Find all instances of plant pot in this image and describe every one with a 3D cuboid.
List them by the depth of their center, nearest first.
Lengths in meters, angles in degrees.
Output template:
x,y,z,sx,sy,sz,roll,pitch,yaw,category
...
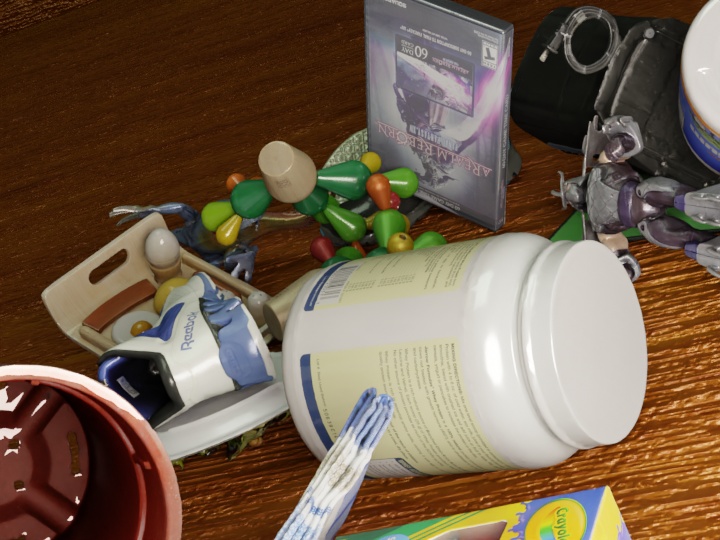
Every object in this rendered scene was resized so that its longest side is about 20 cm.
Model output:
x,y,z,sx,sy,sz,roll,pitch,yaw,category
-0.235,0.149,1.054,0.200,0.202,0.195,-29,13,-13,plant pot

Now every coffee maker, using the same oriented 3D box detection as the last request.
x,y,z,sx,sy,sz,roll,pitch,yaw,category
0.205,-0.158,1.287,0.135,0.192,0.200,-44,20,-6,coffee maker

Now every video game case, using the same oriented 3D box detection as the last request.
x,y,z,sx,sy,sz,roll,pitch,yaw,category
0.064,-0.140,1.344,0.142,0.201,0.019,26,46,29,video game case

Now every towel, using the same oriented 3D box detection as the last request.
x,y,z,sx,sy,sz,roll,pitch,yaw,category
-0.039,0.172,0.864,0.024,0.148,0.200,25,43,7,towel

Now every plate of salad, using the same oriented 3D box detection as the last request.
x,y,z,sx,sy,sz,roll,pitch,yaw,category
-0.095,0.110,1.193,0.199,0.048,0.200,-22,9,4,plate of salad

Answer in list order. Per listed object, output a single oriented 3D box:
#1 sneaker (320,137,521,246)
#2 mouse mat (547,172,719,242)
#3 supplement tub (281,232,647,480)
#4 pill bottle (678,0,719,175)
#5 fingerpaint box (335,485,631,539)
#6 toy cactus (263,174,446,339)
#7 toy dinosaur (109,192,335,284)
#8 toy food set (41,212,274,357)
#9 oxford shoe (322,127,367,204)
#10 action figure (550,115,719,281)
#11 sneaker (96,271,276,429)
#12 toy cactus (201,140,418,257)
x,y,z,sx,sy,sz,roll,pitch,yaw,category
0.046,-0.090,1.474,0.199,0.082,0.073,-27,23,-1,sneaker
0.261,-0.065,1.275,0.199,0.008,0.161,-4,28,42,mouse mat
0.065,0.055,1.003,0.199,0.146,0.145,-9,25,36,supplement tub
0.276,-0.122,1.098,0.111,0.113,0.200,-22,-11,7,pill bottle
0.040,0.202,0.773,0.166,0.074,0.200,-15,22,27,fingerpaint box
0.000,0.000,1.252,0.164,0.103,0.200,-25,22,-23,toy cactus
-0.138,-0.022,1.543,0.198,0.106,0.181,-9,5,-18,toy dinosaur
-0.160,0.026,1.376,0.199,0.061,0.143,26,50,35,toy food set
0.035,-0.122,1.611,0.200,0.075,0.058,-43,-16,-23,oxford shoe
0.207,-0.045,1.133,0.069,0.131,0.199,-25,26,-32,action figure
-0.145,0.062,1.185,0.114,0.081,0.199,-23,11,-15,sneaker
-0.054,-0.062,1.366,0.198,0.103,0.165,1,-14,14,toy cactus
